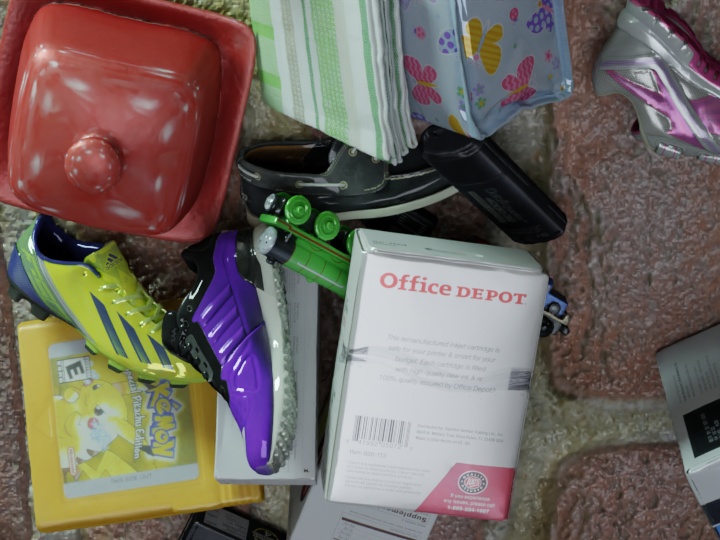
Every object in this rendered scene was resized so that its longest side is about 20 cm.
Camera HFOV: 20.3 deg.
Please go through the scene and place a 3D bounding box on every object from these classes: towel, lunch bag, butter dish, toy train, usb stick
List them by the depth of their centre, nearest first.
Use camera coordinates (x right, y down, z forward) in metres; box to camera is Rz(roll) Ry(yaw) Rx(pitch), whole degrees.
[{"bbox_3d":[0.060,-0.217,1.462,0.127,0.169,0.201,-28,120,-30],"label":"lunch bag"},{"bbox_3d":[-0.026,-0.173,1.494,0.031,0.200,0.150,-18,116,-26],"label":"towel"},{"bbox_3d":[-0.195,-0.104,1.544,0.198,0.148,0.201,13,114,-4],"label":"butter dish"},{"bbox_3d":[0.105,-0.066,1.549,0.055,0.033,0.200,-6,158,25],"label":"usb stick"},{"bbox_3d":[0.000,0.000,1.575,0.199,0.042,0.057,28,83,-29],"label":"toy train"},{"bbox_3d":[0.092,-0.006,1.643,0.199,0.034,0.046,30,101,-11],"label":"toy train"}]

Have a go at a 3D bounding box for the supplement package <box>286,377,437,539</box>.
[{"bbox_3d":[0.021,0.142,1.666,0.109,0.114,0.201,19,113,-8],"label":"supplement package"}]

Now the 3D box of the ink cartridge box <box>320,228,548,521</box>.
[{"bbox_3d":[0.055,0.078,1.534,0.145,0.083,0.202,7,103,-6],"label":"ink cartridge box"}]

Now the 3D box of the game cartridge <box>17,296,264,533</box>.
[{"bbox_3d":[-0.177,0.115,1.655,0.198,0.032,0.178,-9,78,6],"label":"game cartridge"}]

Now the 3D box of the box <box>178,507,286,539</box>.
[{"bbox_3d":[-0.086,0.309,1.782,0.199,0.049,0.162,25,116,-9],"label":"box"}]

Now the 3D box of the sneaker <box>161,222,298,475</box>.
[{"bbox_3d":[-0.104,0.065,1.561,0.099,0.070,0.202,-7,70,3],"label":"sneaker"}]

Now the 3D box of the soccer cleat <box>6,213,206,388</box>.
[{"bbox_3d":[-0.197,0.024,1.620,0.199,0.065,0.084,30,111,13],"label":"soccer cleat"}]

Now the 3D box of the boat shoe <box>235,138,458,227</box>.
[{"bbox_3d":[0.000,-0.081,1.589,0.198,0.072,0.068,-8,118,8],"label":"boat shoe"}]

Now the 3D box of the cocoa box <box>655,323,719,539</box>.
[{"bbox_3d":[0.329,0.136,1.606,0.133,0.200,0.132,-25,112,12],"label":"cocoa box"}]

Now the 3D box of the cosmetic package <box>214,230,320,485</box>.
[{"bbox_3d":[-0.073,0.071,1.616,0.082,0.051,0.202,1,78,4],"label":"cosmetic package"}]

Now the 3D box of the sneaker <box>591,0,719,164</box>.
[{"bbox_3d":[0.259,-0.124,1.563,0.200,0.081,0.088,41,111,-7],"label":"sneaker"}]
